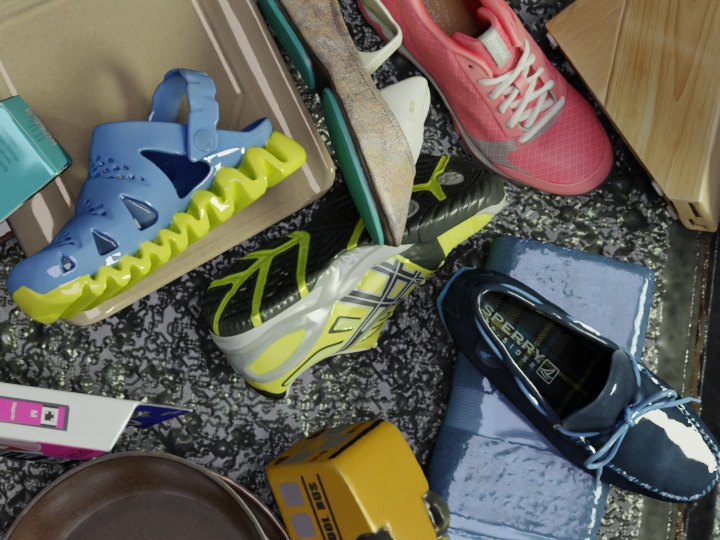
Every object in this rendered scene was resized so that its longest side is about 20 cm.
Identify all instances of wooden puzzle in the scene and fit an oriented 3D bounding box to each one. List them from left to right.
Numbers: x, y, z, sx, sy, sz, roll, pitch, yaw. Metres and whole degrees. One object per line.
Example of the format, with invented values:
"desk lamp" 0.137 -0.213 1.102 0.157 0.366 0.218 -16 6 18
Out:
"wooden puzzle" -0.130 -0.088 1.245 0.199 0.037 0.186 -30 96 -32

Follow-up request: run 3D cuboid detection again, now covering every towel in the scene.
"towel" 0.105 0.084 1.308 0.111 0.049 0.201 15 88 -11

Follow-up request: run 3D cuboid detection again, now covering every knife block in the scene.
"knife block" 0.209 -0.150 1.280 0.175 0.064 0.201 -35 67 7

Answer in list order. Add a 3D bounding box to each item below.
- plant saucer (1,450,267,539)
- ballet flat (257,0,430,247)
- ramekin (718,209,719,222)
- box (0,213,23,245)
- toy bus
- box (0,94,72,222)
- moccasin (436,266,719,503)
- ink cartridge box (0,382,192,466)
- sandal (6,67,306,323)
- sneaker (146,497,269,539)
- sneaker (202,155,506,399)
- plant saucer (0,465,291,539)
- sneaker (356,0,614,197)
"plant saucer" -0.124 0.201 1.191 0.199 0.032 0.202 -7 75 25
"ballet flat" 0.001 -0.111 1.248 0.067 0.068 0.201 -23 74 -7
"ramekin" 0.279 -0.096 1.268 0.097 0.200 0.202 15 88 -3
"box" -0.279 -0.085 1.221 0.100 0.075 0.201 -30 98 -9
"toy bus" 0.019 0.192 1.266 0.065 0.078 0.201 -32 106 -50
"box" -0.246 -0.011 1.146 0.200 0.082 0.049 -39 97 3
"moccasin" 0.128 0.074 1.252 0.199 0.068 0.081 32 85 -9
"ink cartridge box" -0.202 0.083 1.208 0.199 0.095 0.037 7 78 -21
"sandal" -0.122 -0.043 1.179 0.200 0.079 0.087 -40 99 -40
"sneaker" -0.052 0.212 1.210 0.072 0.114 0.201 -32 95 -7
"sneaker" 0.000 0.000 1.286 0.199 0.075 0.077 -30 128 -12
"plant saucer" -0.127 0.209 1.271 0.199 0.037 0.202 0 90 -12
"sneaker" 0.076 -0.117 1.280 0.200 0.087 0.074 44 84 -8
